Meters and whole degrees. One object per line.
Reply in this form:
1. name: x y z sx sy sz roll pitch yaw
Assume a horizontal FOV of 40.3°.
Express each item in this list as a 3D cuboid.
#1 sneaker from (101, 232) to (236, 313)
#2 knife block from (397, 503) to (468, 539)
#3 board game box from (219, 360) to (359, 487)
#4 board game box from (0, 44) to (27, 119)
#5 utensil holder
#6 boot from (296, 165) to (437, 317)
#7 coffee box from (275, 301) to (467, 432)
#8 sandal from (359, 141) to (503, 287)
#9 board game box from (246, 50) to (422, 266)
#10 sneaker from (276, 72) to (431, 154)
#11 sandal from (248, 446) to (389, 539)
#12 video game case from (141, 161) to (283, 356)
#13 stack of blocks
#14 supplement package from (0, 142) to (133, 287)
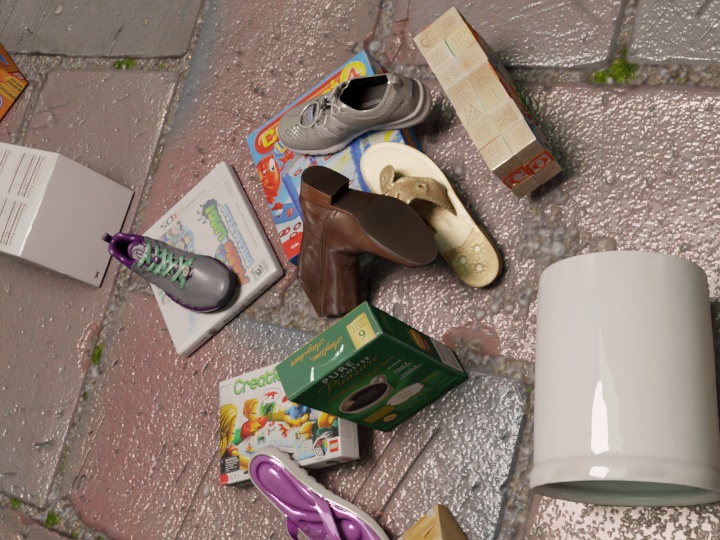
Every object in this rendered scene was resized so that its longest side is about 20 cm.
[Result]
1. sneaker: -0.251 -0.001 1.263 0.199 0.087 0.075 17 84 37
2. knife block: 0.117 0.347 0.963 0.064 0.176 0.200 -43 11 11
3. board game box: -0.087 0.172 1.141 0.199 0.034 0.128 -22 63 37
4. board game box: -0.725 -0.327 1.637 0.200 0.199 0.200 -49 55 10
5. utensil holder: 0.241 0.102 0.893 0.168 0.170 0.202 -7 68 31
6. boot: 0.000 0.000 1.100 0.186 0.201 0.064 37 53 26
7. coffee box: 0.016 0.105 1.014 0.123 0.199 0.044 -36 58 17
8. sandal: 0.071 -0.066 1.073 0.212 0.070 0.078 47 108 13
9. board game box: -0.028 -0.134 1.212 0.199 0.056 0.197 -33 59 19
10. sneaker: -0.020 -0.194 1.142 0.198 0.082 0.076 -14 67 28
11. sandal: -0.052 0.274 1.065 0.202 0.050 0.083 34 123 21
12. video game case: -0.207 -0.017 1.308 0.182 0.024 0.201 -39 57 16
13. stack of blocks: 0.145 -0.180 1.080 0.058 0.115 0.201 -35 59 18
14. supplement package: -0.468 -0.085 1.420 0.198 0.151 0.152 13 81 35
